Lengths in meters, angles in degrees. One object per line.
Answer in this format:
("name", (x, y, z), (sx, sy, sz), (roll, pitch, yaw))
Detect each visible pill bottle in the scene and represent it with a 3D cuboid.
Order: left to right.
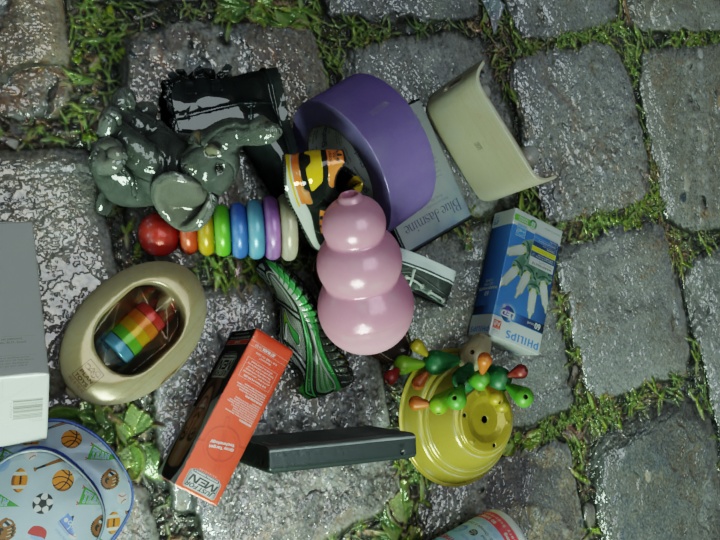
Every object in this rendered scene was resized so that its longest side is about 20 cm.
("pill bottle", (0.132, 0.419, 1.056), (0.197, 0.108, 0.111), (-17, 91, -28))

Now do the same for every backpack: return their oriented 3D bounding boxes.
("backpack", (-0.344, 0.257, 0.820), (0.201, 0.153, 0.191), (48, 56, -10))

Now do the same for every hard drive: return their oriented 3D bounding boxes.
("hard drive", (-0.047, 0.225, 0.972), (0.196, 0.139, 0.034), (0, 84, -27))

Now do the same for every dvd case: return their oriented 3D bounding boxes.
("dvd case", (0.075, -0.140, 1.150), (0.141, 0.017, 0.203), (-29, 97, -28))

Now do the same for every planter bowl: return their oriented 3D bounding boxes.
("planter bowl", (0.160, 0.214, 1.111), (0.197, 0.083, 0.205), (3, 82, -26))

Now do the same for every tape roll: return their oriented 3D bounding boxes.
("tape roll", (0.002, -0.148, 1.012), (0.084, 0.199, 0.202), (-34, 99, -27))

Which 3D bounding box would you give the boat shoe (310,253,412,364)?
("boat shoe", (0.005, 0.056, 1.058), (0.071, 0.070, 0.200), (-46, 105, -12))

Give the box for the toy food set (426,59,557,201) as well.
("toy food set", (0.194, -0.202, 1.148), (0.060, 0.143, 0.202), (-39, 100, -24))

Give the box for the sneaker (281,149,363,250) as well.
("sneaker", (-0.034, -0.086, 0.972), (0.088, 0.201, 0.071), (-11, 65, 9))

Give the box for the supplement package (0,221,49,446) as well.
("supplement package", (-0.388, 0.063, 0.781), (0.118, 0.122, 0.202), (-3, 50, -27))

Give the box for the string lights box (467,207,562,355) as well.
("string lights box", (0.242, 0.019, 1.191), (0.101, 0.059, 0.204), (21, 75, -24))

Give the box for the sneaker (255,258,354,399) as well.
("sneaker", (-0.088, 0.076, 1.007), (0.084, 0.078, 0.203), (-28, 85, 1))

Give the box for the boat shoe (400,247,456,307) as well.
("boat shoe", (0.055, 0.008, 1.087), (0.197, 0.073, 0.070), (20, 82, -43))

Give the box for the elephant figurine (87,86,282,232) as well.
("elephant figurine", (-0.206, -0.119, 0.897), (0.196, 0.155, 0.144), (17, 81, -8))

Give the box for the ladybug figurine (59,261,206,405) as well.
("ladybug figurine", (-0.273, 0.075, 0.915), (0.200, 0.072, 0.137), (-42, 103, -25))

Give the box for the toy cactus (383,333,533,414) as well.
("toy cactus", (0.143, 0.130, 1.053), (0.165, 0.196, 0.104), (-46, 132, -58))

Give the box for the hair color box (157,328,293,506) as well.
("hair color box", (-0.166, 0.175, 0.940), (0.061, 0.101, 0.203), (32, 70, -20))

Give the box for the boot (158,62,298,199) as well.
("boot", (-0.170, -0.172, 1.001), (0.160, 0.073, 0.203), (-13, 91, -25))

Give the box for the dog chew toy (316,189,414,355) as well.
("dog chew toy", (0.000, 0.000, 0.936), (0.123, 0.124, 0.204), (-24, 121, -27))

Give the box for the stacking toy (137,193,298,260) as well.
("stacking toy", (-0.180, -0.047, 0.969), (0.196, 0.085, 0.087), (-5, 85, -11))
